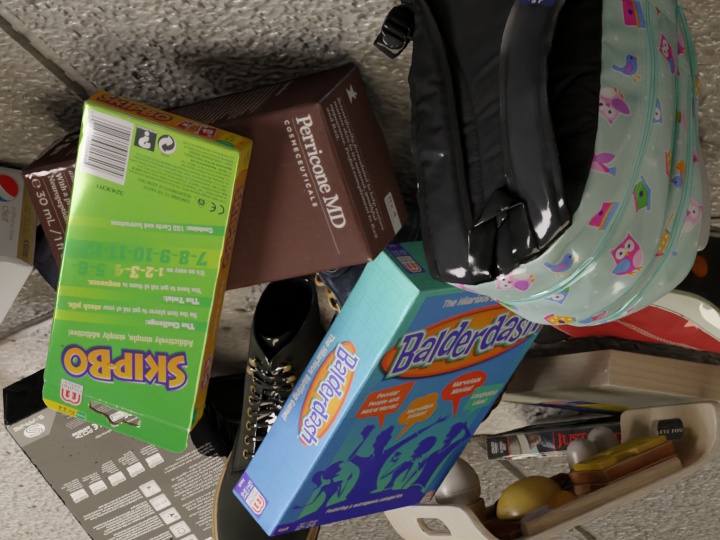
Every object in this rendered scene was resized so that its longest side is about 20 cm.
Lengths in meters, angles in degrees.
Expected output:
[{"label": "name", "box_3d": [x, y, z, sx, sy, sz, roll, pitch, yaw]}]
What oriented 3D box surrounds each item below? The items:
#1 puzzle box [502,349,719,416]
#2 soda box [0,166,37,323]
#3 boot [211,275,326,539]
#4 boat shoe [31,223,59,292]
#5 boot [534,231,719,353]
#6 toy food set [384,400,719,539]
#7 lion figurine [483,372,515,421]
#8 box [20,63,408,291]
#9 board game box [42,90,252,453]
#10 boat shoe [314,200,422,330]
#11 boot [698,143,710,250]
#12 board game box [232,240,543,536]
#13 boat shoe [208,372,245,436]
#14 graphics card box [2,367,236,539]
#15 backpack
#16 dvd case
[{"label": "puzzle box", "box_3d": [0.176, 0.080, 1.709, 0.133, 0.026, 0.200, 8, 172, -26]}, {"label": "soda box", "box_3d": [-0.259, 0.002, 1.574, 0.063, 0.068, 0.200, 9, 154, -17]}, {"label": "boot", "box_3d": [-0.064, 0.108, 1.653, 0.077, 0.200, 0.138, 5, 152, 7]}, {"label": "boat shoe", "box_3d": [-0.173, 0.001, 1.587, 0.093, 0.075, 0.200, 26, 152, -9]}, {"label": "boot", "box_3d": [0.192, 0.026, 1.623, 0.200, 0.073, 0.144, 20, 152, -25]}, {"label": "toy food set", "box_3d": [0.128, 0.131, 1.633, 0.200, 0.061, 0.143, -21, -178, -21]}, {"label": "lion figurine", "box_3d": [0.033, 0.093, 1.635, 0.123, 0.072, 0.200, -53, 166, 31]}, {"label": "box", "box_3d": [-0.084, -0.043, 1.417, 0.200, 0.075, 0.100, -13, 108, 23]}, {"label": "board game box", "box_3d": [-0.124, 0.004, 1.396, 0.095, 0.030, 0.200, 19, 116, 12]}, {"label": "boat shoe", "box_3d": [0.000, 0.000, 1.580, 0.091, 0.071, 0.200, 22, 151, -13]}, {"label": "boot", "box_3d": [0.132, -0.072, 1.419, 0.095, 0.074, 0.200, -5, 147, 26]}, {"label": "board game box", "box_3d": [0.027, 0.067, 1.491, 0.152, 0.045, 0.200, -7, 135, -47]}, {"label": "boat shoe", "box_3d": [-0.026, 0.091, 1.779, 0.199, 0.072, 0.068, 3, 132, 7]}, {"label": "graphics card box", "box_3d": [-0.152, 0.137, 1.741, 0.125, 0.051, 0.200, -26, 126, 9]}, {"label": "backpack", "box_3d": [0.100, -0.074, 1.245, 0.126, 0.201, 0.167, 19, 149, -35]}, {"label": "dvd case", "box_3d": [0.204, 0.118, 1.806, 0.199, 0.022, 0.146, -8, 178, 16]}]
